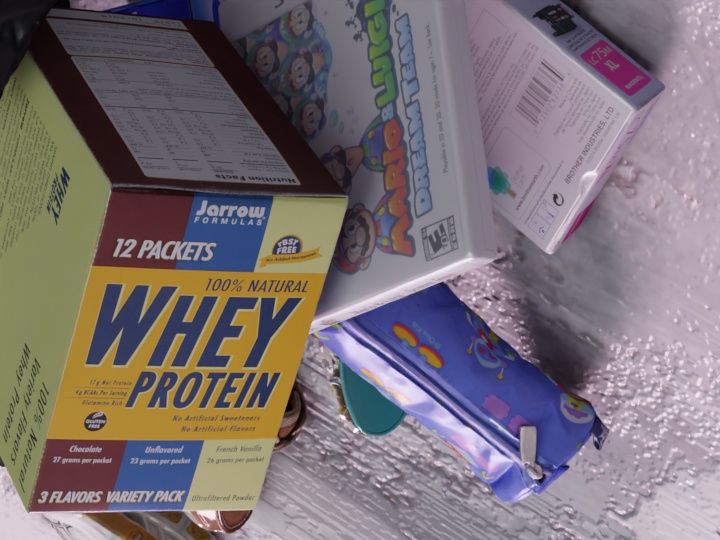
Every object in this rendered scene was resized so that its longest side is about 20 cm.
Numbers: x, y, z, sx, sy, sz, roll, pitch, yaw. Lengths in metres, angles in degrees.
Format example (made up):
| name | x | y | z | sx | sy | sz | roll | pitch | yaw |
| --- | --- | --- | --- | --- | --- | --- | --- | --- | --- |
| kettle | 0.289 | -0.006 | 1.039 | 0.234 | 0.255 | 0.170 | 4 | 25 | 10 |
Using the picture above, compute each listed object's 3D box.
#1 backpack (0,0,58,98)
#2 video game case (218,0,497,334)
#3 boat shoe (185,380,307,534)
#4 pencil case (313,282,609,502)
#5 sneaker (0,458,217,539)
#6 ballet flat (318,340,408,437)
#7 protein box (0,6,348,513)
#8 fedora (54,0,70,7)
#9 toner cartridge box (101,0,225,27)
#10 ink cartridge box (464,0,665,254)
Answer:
| name | x | y | z | sx | sy | sz | roll | pitch | yaw |
| --- | --- | --- | --- | --- | --- | --- | --- | --- | --- |
| backpack | -0.229 | -0.184 | 1.286 | 0.127 | 0.167 | 0.200 | 40 | -179 | -38 |
| video game case | -0.006 | -0.078 | 1.305 | 0.182 | 0.024 | 0.201 | -22 | 69 | 46 |
| boat shoe | -0.074 | 0.090 | 1.552 | 0.072 | 0.076 | 0.201 | 22 | 130 | 23 |
| pencil case | 0.046 | 0.053 | 1.391 | 0.200 | 0.087 | 0.078 | 41 | 104 | -18 |
| sneaker | -0.188 | 0.175 | 1.692 | 0.200 | 0.076 | 0.088 | 42 | 134 | 10 |
| ballet flat | 0.000 | 0.000 | 1.454 | 0.064 | 0.075 | 0.201 | -139 | 41 | -55 |
| protein box | -0.126 | -0.008 | 1.323 | 0.200 | 0.134 | 0.199 | 54 | 134 | 49 |
| fedora | -0.230 | -0.125 | 1.431 | 0.200 | 0.201 | 0.092 | 4 | 126 | 36 |
| toner cartridge box | -0.104 | -0.061 | 1.459 | 0.095 | 0.043 | 0.201 | -7 | 93 | 40 |
| ink cartridge box | 0.059 | -0.116 | 1.341 | 0.200 | 0.042 | 0.120 | 39 | 135 | 10 |
